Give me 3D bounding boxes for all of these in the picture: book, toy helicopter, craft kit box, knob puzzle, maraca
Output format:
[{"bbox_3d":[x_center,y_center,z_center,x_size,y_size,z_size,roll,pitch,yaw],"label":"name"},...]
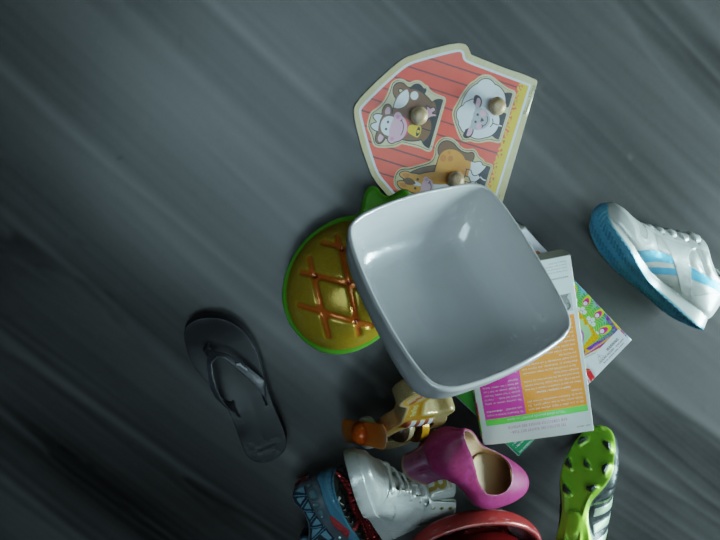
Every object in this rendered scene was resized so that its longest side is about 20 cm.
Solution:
[{"bbox_3d":[0.185,0.091,0.803,0.129,0.048,0.206,-10,102,4],"label":"book"},{"bbox_3d":[0.044,0.158,0.774,0.128,0.202,0.081,-13,63,-8],"label":"toy helicopter"},{"bbox_3d":[0.189,0.084,0.845,0.197,0.049,0.201,42,98,-8],"label":"craft kit box"},{"bbox_3d":[0.086,-0.154,0.791,0.212,0.031,0.227,-1,103,-3],"label":"knob puzzle"},{"bbox_3d":[0.000,0.000,0.784,0.137,0.107,0.200,45,86,-5],"label":"maraca"}]

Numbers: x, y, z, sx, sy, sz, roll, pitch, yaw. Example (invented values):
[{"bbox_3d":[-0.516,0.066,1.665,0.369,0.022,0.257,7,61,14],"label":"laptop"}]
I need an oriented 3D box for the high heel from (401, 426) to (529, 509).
[{"bbox_3d":[0.144,0.218,0.779,0.196,0.069,0.096,16,141,-36],"label":"high heel"}]

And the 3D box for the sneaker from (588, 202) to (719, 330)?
[{"bbox_3d":[0.347,-0.020,0.819,0.198,0.076,0.082,39,90,-17],"label":"sneaker"}]

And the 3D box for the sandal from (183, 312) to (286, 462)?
[{"bbox_3d":[-0.143,0.140,0.838,0.075,0.043,0.204,-27,103,3],"label":"sandal"}]

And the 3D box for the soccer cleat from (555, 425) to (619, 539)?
[{"bbox_3d":[0.281,0.297,0.871,0.081,0.066,0.205,41,62,-49],"label":"soccer cleat"}]

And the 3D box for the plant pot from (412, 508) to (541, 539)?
[{"bbox_3d":[0.139,0.398,0.809,0.194,0.185,0.204,-5,133,-5],"label":"plant pot"}]

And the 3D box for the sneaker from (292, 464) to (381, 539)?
[{"bbox_3d":[-0.027,0.335,0.885,0.093,0.079,0.205,-11,106,23],"label":"sneaker"}]

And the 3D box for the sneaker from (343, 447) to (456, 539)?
[{"bbox_3d":[0.053,0.249,0.824,0.113,0.075,0.202,-19,141,5],"label":"sneaker"}]

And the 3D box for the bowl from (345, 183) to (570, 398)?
[{"bbox_3d":[0.088,0.025,0.703,0.196,0.075,0.203,-17,66,-28],"label":"bowl"}]
